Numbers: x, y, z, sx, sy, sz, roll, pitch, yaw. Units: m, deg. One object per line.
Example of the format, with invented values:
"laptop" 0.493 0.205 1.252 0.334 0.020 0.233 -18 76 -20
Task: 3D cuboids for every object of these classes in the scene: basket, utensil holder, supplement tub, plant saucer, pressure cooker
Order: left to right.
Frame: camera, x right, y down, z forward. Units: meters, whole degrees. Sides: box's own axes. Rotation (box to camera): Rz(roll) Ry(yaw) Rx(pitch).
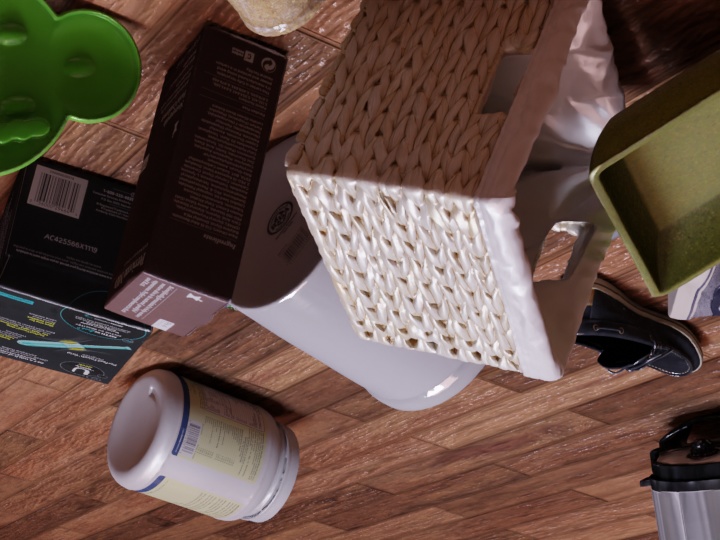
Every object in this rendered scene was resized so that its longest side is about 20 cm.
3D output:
"supplement tub" -0.187 0.215 1.947 0.199 0.147 0.144 25 153 -32
"utensil holder" 0.000 0.000 1.346 0.169 0.172 0.199 -13 146 42
"basket" 0.074 -0.067 1.076 0.159 0.200 0.201 8 146 26
"plant saucer" 0.252 -0.088 1.099 0.199 0.048 0.200 -32 147 7
"pressure cooker" 0.403 0.253 1.748 0.173 0.203 0.179 -10 180 -3

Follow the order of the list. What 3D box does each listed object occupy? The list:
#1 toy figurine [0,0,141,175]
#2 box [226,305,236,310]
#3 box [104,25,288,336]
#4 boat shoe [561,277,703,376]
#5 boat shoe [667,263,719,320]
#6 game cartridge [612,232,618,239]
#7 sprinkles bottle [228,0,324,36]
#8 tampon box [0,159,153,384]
"toy figurine" -0.285 -0.138 1.237 0.198 0.152 0.184 -8 179 -24
"box" -0.103 -0.013 1.517 0.135 0.040 0.200 13 157 -7
"box" -0.121 -0.064 1.194 0.074 0.202 0.100 18 156 -20
"boat shoe" 0.252 0.067 1.533 0.074 0.063 0.199 -15 148 42
"boat shoe" 0.305 -0.012 1.330 0.091 0.076 0.200 0 164 5
"game cartridge" 0.156 -0.083 1.256 0.198 0.042 0.133 19 160 -21
"sprinkles bottle" -0.090 -0.221 0.987 0.067 0.069 0.200 -2 155 26
"tampon box" -0.271 0.006 1.516 0.148 0.128 0.200 17 157 -16
